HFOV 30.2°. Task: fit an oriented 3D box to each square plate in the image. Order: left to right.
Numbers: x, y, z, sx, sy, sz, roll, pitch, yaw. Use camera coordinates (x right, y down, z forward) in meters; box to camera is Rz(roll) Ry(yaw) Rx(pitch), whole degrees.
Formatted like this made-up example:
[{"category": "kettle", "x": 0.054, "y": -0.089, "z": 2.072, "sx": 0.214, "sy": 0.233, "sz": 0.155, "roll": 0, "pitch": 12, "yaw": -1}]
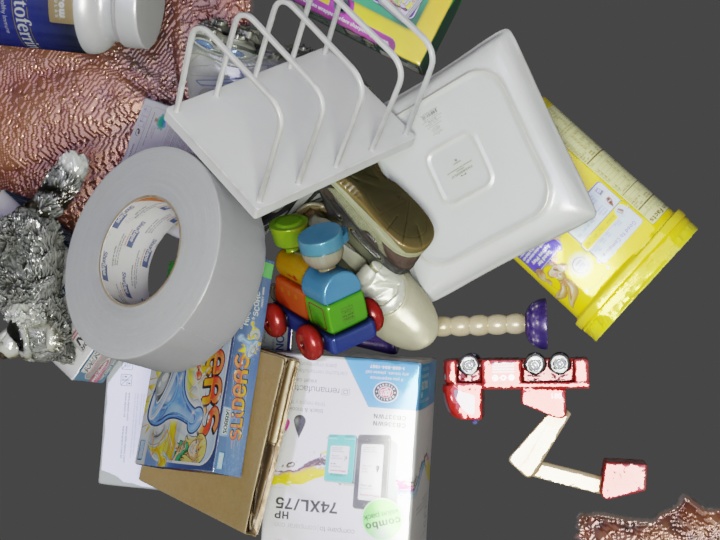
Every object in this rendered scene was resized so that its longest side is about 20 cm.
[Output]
[{"category": "square plate", "x": 0.097, "y": -0.097, "z": 1.275, "sx": 0.199, "sy": 0.028, "sz": 0.200, "roll": -28, "pitch": 82, "yaw": 27}]

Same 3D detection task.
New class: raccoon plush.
[{"category": "raccoon plush", "x": -0.296, "y": -0.006, "z": 1.291, "sx": 0.134, "sy": 0.097, "sz": 0.201, "roll": 35, "pitch": 94, "yaw": 14}]

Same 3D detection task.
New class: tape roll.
[{"category": "tape roll", "x": -0.183, "y": -0.010, "z": 1.234, "sx": 0.199, "sy": 0.066, "sz": 0.202, "roll": -12, "pitch": 69, "yaw": 34}]

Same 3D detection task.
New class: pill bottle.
[{"category": "pill bottle", "x": -0.310, "y": -0.285, "z": 1.376, "sx": 0.198, "sy": 0.116, "sz": 0.117, "roll": 6, "pitch": 89, "yaw": 9}]

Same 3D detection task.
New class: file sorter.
[{"category": "file sorter", "x": -0.049, "y": -0.167, "z": 1.202, "sx": 0.199, "sy": 0.125, "sz": 0.139, "roll": -27, "pitch": 64, "yaw": -36}]

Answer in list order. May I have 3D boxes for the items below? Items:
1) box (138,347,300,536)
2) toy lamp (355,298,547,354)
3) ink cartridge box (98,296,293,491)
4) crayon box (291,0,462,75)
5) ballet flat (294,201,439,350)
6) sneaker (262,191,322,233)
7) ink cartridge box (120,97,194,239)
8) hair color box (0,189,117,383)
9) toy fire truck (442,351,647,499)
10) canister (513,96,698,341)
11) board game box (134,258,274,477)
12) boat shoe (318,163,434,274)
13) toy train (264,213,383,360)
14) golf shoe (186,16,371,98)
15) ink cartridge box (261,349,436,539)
[{"category": "box", "x": -0.140, "y": 0.147, "z": 1.277, "sx": 0.199, "sy": 0.021, "sz": 0.165, "roll": 11, "pitch": 88, "yaw": 51}, {"category": "toy lamp", "x": 0.087, "y": 0.055, "z": 1.337, "sx": 0.198, "sy": 0.058, "sz": 0.059, "roll": 0, "pitch": 88, "yaw": 6}, {"category": "ink cartridge box", "x": -0.166, "y": 0.129, "z": 1.376, "sx": 0.198, "sy": 0.041, "sz": 0.202, "roll": 4, "pitch": 87, "yaw": 11}, {"category": "crayon box", "x": 0.016, "y": -0.324, "z": 1.358, "sx": 0.199, "sy": 0.058, "sz": 0.174, "roll": 28, "pitch": 91, "yaw": 8}, {"category": "ballet flat", "x": 0.000, "y": 0.000, "z": 1.311, "sx": 0.070, "sy": 0.069, "sz": 0.200, "roll": -46, "pitch": 59, "yaw": 5}, {"category": "sneaker", "x": -0.074, "y": -0.091, "z": 1.347, "sx": 0.199, "sy": 0.090, "sz": 0.067, "roll": -35, "pitch": 85, "yaw": 6}, {"category": "ink cartridge box", "x": -0.173, "y": -0.095, "z": 1.334, "sx": 0.199, "sy": 0.042, "sz": 0.120, "roll": 23, "pitch": 92, "yaw": 48}, {"category": "hair color box", "x": -0.318, "y": 0.016, "z": 1.373, "sx": 0.200, "sy": 0.060, "sz": 0.100, "roll": 39, "pitch": 97, "yaw": 22}, {"category": "toy fire truck", "x": 0.181, "y": 0.153, "z": 1.321, "sx": 0.198, "sy": 0.049, "sz": 0.143, "roll": -1, "pitch": 88, "yaw": 9}, {"category": "canister", "x": 0.206, "y": -0.053, "z": 1.306, "sx": 0.200, "sy": 0.087, "sz": 0.149, "roll": 43, "pitch": 96, "yaw": 9}, {"category": "board game box", "x": -0.148, "y": 0.089, "z": 1.259, "sx": 0.135, "sy": 0.034, "sz": 0.202, "roll": -5, "pitch": 73, "yaw": 49}, {"category": "boat shoe", "x": -0.011, "y": -0.077, "z": 1.288, "sx": 0.201, "sy": 0.071, "sz": 0.066, "roll": 49, "pitch": 136, "yaw": 20}, {"category": "toy train", "x": -0.064, "y": -0.002, "z": 1.276, "sx": 0.084, "sy": 0.200, "sz": 0.117, "roll": -23, "pitch": 117, "yaw": -25}, {"category": "golf shoe", "x": -0.087, "y": -0.188, "z": 1.373, "sx": 0.198, "sy": 0.078, "sz": 0.098, "roll": 20, "pitch": 111, "yaw": 12}, {"category": "ink cartridge box", "x": -0.008, "y": 0.183, "z": 1.300, "sx": 0.145, "sy": 0.146, "sz": 0.202, "roll": 3, "pitch": 88, "yaw": 9}]
